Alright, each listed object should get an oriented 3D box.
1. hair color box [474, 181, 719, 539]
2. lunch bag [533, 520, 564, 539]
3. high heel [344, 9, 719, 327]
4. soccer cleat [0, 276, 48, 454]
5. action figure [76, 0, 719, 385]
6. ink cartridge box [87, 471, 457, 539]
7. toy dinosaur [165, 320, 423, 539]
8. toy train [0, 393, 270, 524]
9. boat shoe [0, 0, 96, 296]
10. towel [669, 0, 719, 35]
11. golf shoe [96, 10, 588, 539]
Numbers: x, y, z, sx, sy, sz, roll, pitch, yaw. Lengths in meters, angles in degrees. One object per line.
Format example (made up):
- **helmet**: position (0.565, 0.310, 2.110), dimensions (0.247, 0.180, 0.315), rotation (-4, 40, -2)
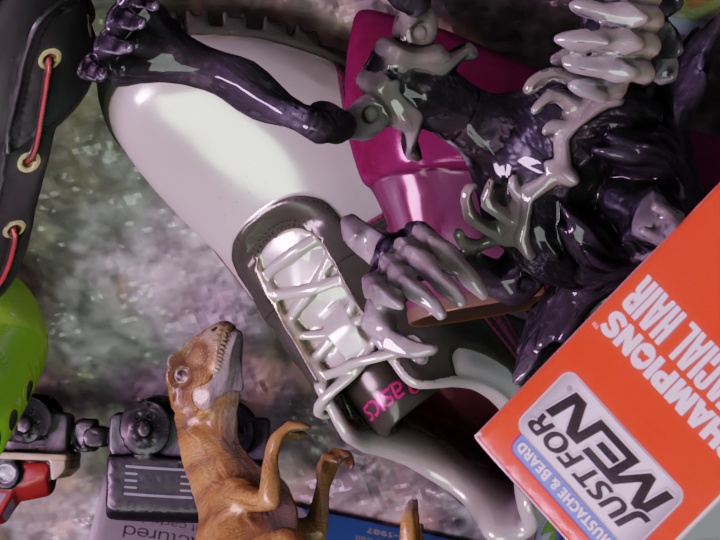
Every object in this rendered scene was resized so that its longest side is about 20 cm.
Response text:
- **hair color box**: position (0.135, 0.000, 0.698), dimensions (0.200, 0.064, 0.111), rotation (-47, 156, 9)
- **lunch bag**: position (0.083, 0.177, 0.865), dimensions (0.082, 0.200, 0.161), rotation (7, 128, 0)
- **high heel**: position (0.096, -0.047, 0.790), dimensions (0.199, 0.097, 0.067), rotation (-10, 172, -17)
- **soccer cleat**: position (-0.202, 0.025, 0.848), dimensions (0.199, 0.081, 0.068), rotation (2, 127, 3)
- **action figure**: position (0.029, -0.036, 0.694), dimensions (0.199, 0.102, 0.119), rotation (26, 102, -16)
- **ink cartridge box**: position (-0.041, 0.196, 0.890), dimensions (0.147, 0.200, 0.145), rotation (13, 127, -5)
- **toy dinosaur**: position (-0.031, 0.114, 0.821), dimensions (0.106, 0.201, 0.060), rotation (-4, 148, 8)
- **toy train**: position (-0.129, 0.064, 0.893), dimensions (0.199, 0.034, 0.046), rotation (2, 90, 2)
- **boat shoe**: position (-0.113, -0.075, 0.783), dimensions (0.063, 0.074, 0.202), rotation (-3, 125, -40)
- **towel**: position (0.157, -0.125, 0.680), dimensions (0.199, 0.048, 0.171), rotation (-8, 157, 3)
- **golf shoe**: position (0.000, 0.000, 0.812), dimensions (0.200, 0.088, 0.077), rotation (40, 122, -21)
